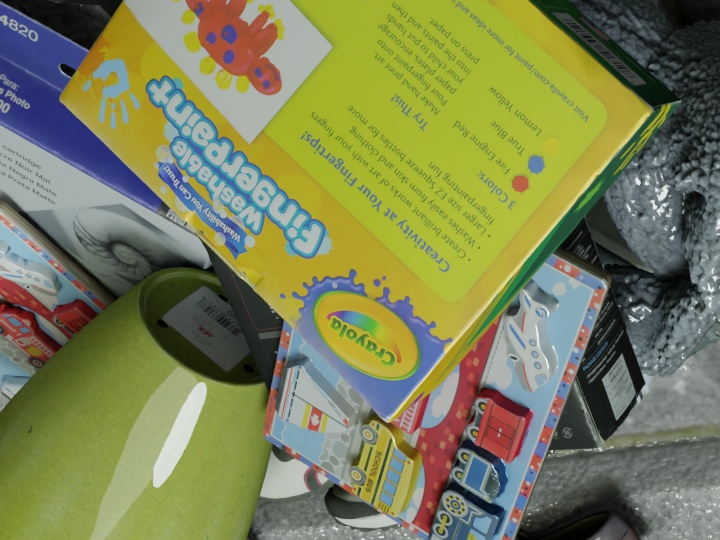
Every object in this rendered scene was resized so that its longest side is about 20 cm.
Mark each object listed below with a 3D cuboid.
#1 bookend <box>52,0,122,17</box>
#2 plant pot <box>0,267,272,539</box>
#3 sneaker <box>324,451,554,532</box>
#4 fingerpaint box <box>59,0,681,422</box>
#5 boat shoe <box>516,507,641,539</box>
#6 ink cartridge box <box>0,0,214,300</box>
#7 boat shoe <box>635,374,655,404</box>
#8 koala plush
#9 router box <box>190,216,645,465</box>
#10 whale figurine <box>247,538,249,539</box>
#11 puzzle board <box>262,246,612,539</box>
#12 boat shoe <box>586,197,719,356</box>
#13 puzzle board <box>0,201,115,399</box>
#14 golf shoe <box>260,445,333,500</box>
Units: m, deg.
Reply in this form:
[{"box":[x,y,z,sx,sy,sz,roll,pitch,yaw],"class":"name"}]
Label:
[{"box":[-0.011,-0.142,0.673,0.200,0.092,0.199,45,110,10],"class":"bookend"},{"box":[-0.128,0.101,0.844,0.186,0.188,0.201,28,122,-7],"class":"plant pot"},{"box":[0.054,0.106,0.942,0.199,0.074,0.080,-33,100,23],"class":"sneaker"},{"box":[0.001,-0.070,0.590,0.200,0.073,0.167,43,111,11],"class":"fingerpaint box"},{"box":[0.107,0.213,0.998,0.199,0.072,0.065,-22,104,28],"class":"boat shoe"},{"box":[-0.169,-0.057,0.841,0.198,0.041,0.200,29,150,-1],"class":"ink cartridge box"},{"box":[0.101,0.032,0.829,0.200,0.071,0.072,42,162,-26],"class":"boat shoe"},{"box":[0.142,-0.085,0.728,0.200,0.177,0.184,41,159,12],"class":"koala plush"},{"box":[0.026,0.015,0.721,0.199,0.062,0.151,-9,112,39],"class":"router box"},{"box":[-0.164,0.256,1.063,0.199,0.104,0.160,-22,116,25],"class":"whale figurine"},{"box":[0.025,0.048,0.687,0.150,0.017,0.201,28,130,18],"class":"puzzle board"},{"box":[0.136,-0.011,0.839,0.199,0.073,0.062,32,120,-15],"class":"boat shoe"},{"box":[-0.217,0.042,0.937,0.150,0.018,0.200,-17,132,33],"class":"puzzle board"},{"box":[-0.029,0.087,0.906,0.088,0.078,0.199,8,146,-47],"class":"golf shoe"}]
